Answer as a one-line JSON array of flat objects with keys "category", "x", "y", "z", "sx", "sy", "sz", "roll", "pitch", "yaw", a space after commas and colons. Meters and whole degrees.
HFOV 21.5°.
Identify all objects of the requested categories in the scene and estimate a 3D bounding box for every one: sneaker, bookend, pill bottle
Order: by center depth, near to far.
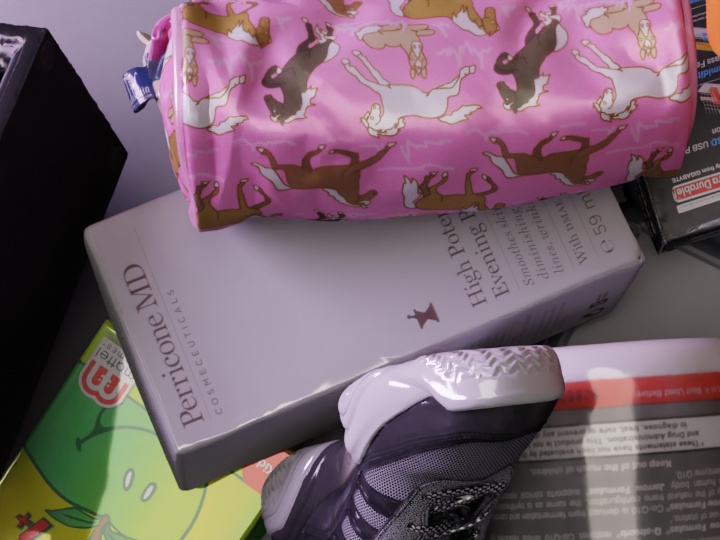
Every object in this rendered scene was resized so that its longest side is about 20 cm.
[{"category": "sneaker", "x": 0.026, "y": 0.103, "z": 0.683, "sx": 0.075, "sy": 0.200, "sz": 0.115, "roll": -4, "pitch": 70, "yaw": -25}, {"category": "pill bottle", "x": 0.102, "y": 0.131, "z": 0.735, "sx": 0.114, "sy": 0.116, "sz": 0.202, "roll": -4, "pitch": 84, "yaw": 8}, {"category": "bookend", "x": -0.222, "y": 0.002, "z": 0.736, "sx": 0.198, "sy": 0.092, "sz": 0.200, "roll": 10, "pitch": 65, "yaw": 21}]

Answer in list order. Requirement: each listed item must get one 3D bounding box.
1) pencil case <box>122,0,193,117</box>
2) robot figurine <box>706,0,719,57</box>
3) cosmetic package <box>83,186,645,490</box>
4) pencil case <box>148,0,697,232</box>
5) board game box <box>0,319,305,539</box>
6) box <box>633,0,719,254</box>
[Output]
[{"category": "pencil case", "x": -0.001, "y": -0.115, "z": 0.769, "sx": 0.199, "sy": 0.078, "sz": 0.090, "roll": -37, "pitch": 87, "yaw": 18}, {"category": "robot figurine", "x": 0.197, "y": -0.116, "z": 0.636, "sx": 0.143, "sy": 0.116, "sz": 0.202, "roll": -12, "pitch": 95, "yaw": -26}, {"category": "cosmetic package", "x": 0.000, "y": 0.000, "z": 0.757, "sx": 0.198, "sy": 0.074, "sz": 0.102, "roll": -23, "pitch": 74, "yaw": -10}, {"category": "pencil case", "x": 0.022, "y": -0.067, "z": 0.700, "sx": 0.198, "sy": 0.087, "sz": 0.083, "roll": -8, "pitch": 127, "yaw": -3}, {"category": "board game box", "x": -0.117, "y": 0.133, "z": 0.800, "sx": 0.101, "sy": 0.048, "sz": 0.201, "roll": 34, "pitch": 90, "yaw": 9}, {"category": "box", "x": 0.194, "y": -0.112, "z": 0.777, "sx": 0.198, "sy": 0.046, "sz": 0.161, "roll": -17, "pitch": 83, "yaw": 6}]
